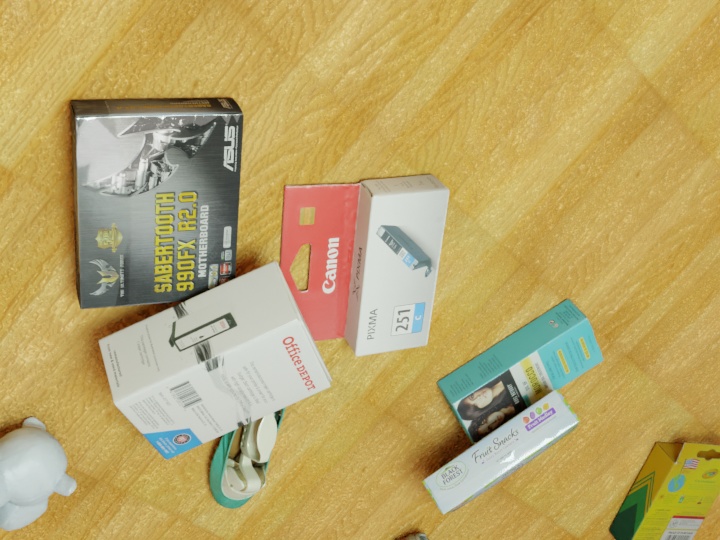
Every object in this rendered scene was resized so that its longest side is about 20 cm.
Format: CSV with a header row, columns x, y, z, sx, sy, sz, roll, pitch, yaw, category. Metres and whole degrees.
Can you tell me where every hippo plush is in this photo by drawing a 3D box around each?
x,y,z,sx,sy,sz,roll,pitch,yaw,category
-0.389,0.198,1.016,0.160,0.159,0.201,-17,147,-50,hippo plush

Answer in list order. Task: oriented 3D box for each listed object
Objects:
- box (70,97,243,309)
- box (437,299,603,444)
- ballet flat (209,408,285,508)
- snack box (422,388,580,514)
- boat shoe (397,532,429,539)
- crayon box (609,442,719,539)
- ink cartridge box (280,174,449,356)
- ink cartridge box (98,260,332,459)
x,y,z,sx,sy,sz,roll,pitch,yaw,category
-0.198,-0.065,0.975,0.156,0.048,0.202,-4,120,-22,box
0.201,0.126,1.258,0.199,0.049,0.083,-33,126,-3,box
-0.130,0.210,1.152,0.067,0.071,0.202,3,118,-25,ballet flat
0.178,0.229,1.258,0.199,0.053,0.142,-35,163,2,snack box
0.115,0.427,1.382,0.068,0.075,0.200,-42,125,12,boat shoe
0.468,0.326,1.489,0.126,0.051,0.202,10,115,-28,crayon box
0.000,0.000,1.102,0.174,0.045,0.202,-6,120,-21,ink cartridge box
-0.145,0.096,1.036,0.198,0.085,0.147,-24,145,-3,ink cartridge box
